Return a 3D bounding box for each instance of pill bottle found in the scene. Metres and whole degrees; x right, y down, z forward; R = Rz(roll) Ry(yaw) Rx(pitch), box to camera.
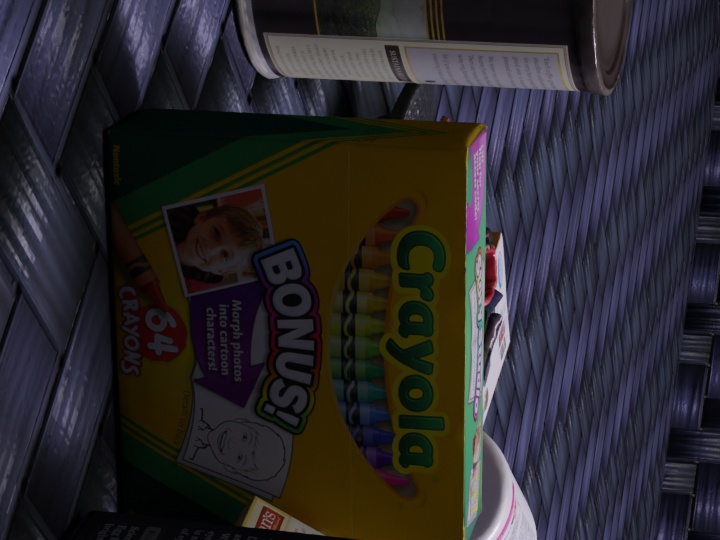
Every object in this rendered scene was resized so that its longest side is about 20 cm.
[{"bbox_3d":[0.069,0.190,1.516,0.200,0.113,0.113,61,36,-64],"label":"pill bottle"}]

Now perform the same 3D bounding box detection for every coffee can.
[{"bbox_3d":[0.045,-0.175,1.156,0.146,0.200,0.147,4,90,-75],"label":"coffee can"}]

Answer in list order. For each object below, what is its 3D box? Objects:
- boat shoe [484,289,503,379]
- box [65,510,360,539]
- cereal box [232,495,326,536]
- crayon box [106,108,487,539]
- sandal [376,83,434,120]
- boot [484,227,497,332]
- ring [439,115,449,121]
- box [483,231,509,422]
[{"bbox_3d":[0.018,0.073,1.273,0.075,0.093,0.200,80,32,-56],"label":"boat shoe"},{"bbox_3d":[-0.043,0.229,0.937,0.117,0.200,0.197,-61,152,-58],"label":"box"},{"bbox_3d":[-0.001,0.212,1.012,0.144,0.200,0.040,-57,-176,36],"label":"cereal box"},{"bbox_3d":[-0.028,0.028,0.988,0.058,0.172,0.200,-47,138,-67],"label":"crayon box"},{"bbox_3d":[0.002,-0.041,1.352,0.075,0.048,0.201,26,81,-75],"label":"sandal"},{"bbox_3d":[0.000,0.000,1.129,0.200,0.150,0.073,-18,112,-74],"label":"boot"},{"bbox_3d":[0.043,-0.010,1.452,0.200,0.019,0.201,14,90,-86],"label":"ring"},{"bbox_3d":[0.089,0.058,1.700,0.200,0.041,0.119,-64,154,-49],"label":"box"}]
